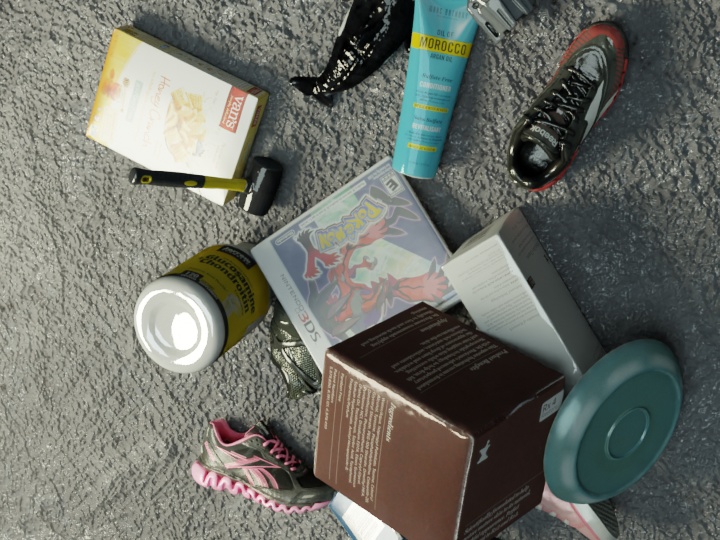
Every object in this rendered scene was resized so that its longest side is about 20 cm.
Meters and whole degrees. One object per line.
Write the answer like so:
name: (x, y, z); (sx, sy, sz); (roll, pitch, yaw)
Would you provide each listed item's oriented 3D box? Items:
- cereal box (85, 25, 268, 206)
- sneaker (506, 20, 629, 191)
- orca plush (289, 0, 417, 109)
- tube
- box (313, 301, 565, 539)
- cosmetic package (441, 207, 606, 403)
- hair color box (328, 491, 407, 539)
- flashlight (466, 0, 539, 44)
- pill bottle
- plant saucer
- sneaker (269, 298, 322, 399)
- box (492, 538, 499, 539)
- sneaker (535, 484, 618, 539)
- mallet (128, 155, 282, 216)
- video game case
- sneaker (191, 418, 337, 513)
cereal box: (-0.220, -0.184, 1.426); (0.198, 0.040, 0.145); (26, 114, 11)
sneaker: (0.211, -0.163, 1.240); (0.070, 0.098, 0.202); (34, 114, 9)
orca plush: (-0.006, -0.258, 1.304); (0.199, 0.071, 0.106); (-33, 94, 26)
tube: (0.079, -0.203, 1.307); (0.076, 0.050, 0.202); (7, 109, -13)
box: (0.078, 0.163, 1.251); (0.199, 0.165, 0.166); (28, 124, 35)
cosmetic package: (0.183, 0.047, 1.312); (0.081, 0.113, 0.201); (-31, 96, 26)
hair color box: (0.069, 0.272, 1.367); (0.100, 0.199, 0.061); (50, 120, 31)
flashlight: (0.105, -0.338, 1.245); (0.200, 0.068, 0.068); (47, 141, -3)
pill bottle: (-0.169, 0.034, 1.389); (0.111, 0.200, 0.114); (6, 109, 18)
plant saucer: (0.277, 0.168, 1.278); (0.027, 0.198, 0.202); (37, 122, 46)
sneaker: (-0.022, 0.114, 1.433); (0.197, 0.076, 0.115); (22, 121, 11)
box: (0.108, 0.426, 1.458); (0.198, 0.123, 0.201); (20, 112, 13)
sneaker: (0.205, 0.248, 1.388); (0.105, 0.075, 0.201); (-42, 82, 22)
mallet: (-0.170, -0.109, 1.359); (0.041, 0.199, 0.066); (41, 110, 39)
video game case: (0.000, 0.000, 1.365); (0.199, 0.023, 0.183); (-33, 83, 9)
sneaker: (-0.118, 0.242, 1.515); (0.198, 0.079, 0.097); (13, 100, 15)
